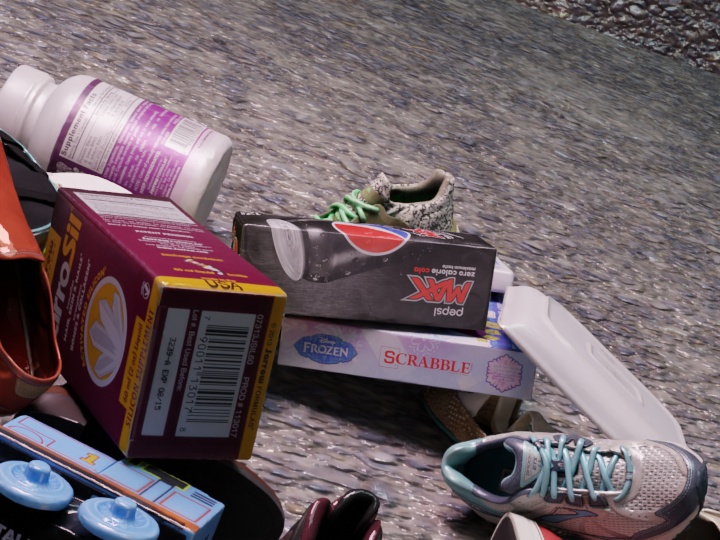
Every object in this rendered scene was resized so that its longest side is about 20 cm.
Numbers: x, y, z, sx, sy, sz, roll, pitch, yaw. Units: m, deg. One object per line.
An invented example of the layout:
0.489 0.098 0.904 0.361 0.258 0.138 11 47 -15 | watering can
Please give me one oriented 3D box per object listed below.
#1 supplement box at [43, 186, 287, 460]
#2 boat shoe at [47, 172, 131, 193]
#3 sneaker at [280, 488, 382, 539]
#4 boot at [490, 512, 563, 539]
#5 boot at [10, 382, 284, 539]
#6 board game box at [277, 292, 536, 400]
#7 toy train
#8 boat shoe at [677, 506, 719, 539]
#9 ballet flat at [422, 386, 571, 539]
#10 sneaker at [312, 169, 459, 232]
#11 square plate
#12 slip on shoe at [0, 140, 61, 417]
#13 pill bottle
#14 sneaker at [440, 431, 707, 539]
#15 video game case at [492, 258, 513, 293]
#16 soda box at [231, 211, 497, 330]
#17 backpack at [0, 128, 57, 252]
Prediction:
-0.134 0.029 0.980 0.085 0.111 0.200 6 16 -31 | supplement box
-0.264 -0.045 1.245 0.199 0.071 0.069 15 21 4 | boat shoe
-0.011 0.167 0.920 0.075 0.116 0.200 23 21 0 | sneaker
0.159 0.237 0.999 0.144 0.073 0.200 22 17 -6 | boot
-0.123 0.110 1.045 0.187 0.069 0.200 14 15 6 | boot
0.040 0.046 1.273 0.198 0.041 0.200 8 13 0 | board game box
-0.179 0.137 0.875 0.199 0.087 0.114 24 12 10 | toy train
0.267 0.211 1.156 0.199 0.071 0.063 24 5 19 | boat shoe
0.118 0.129 1.217 0.070 0.066 0.200 6 27 -37 | ballet flat
-0.003 -0.042 1.262 0.199 0.089 0.077 -15 41 -29 | sneaker
0.188 0.088 1.199 0.200 0.028 0.198 45 11 0 | square plate
-0.223 -0.012 0.948 0.061 0.201 0.074 -16 -9 34 | slip on shoe
-0.223 -0.104 1.366 0.199 0.113 0.112 24 21 2 | pill bottle
0.142 0.149 1.073 0.199 0.078 0.086 -8 -26 39 | sneaker
0.042 -0.010 1.404 0.181 0.023 0.200 8 4 0 | video game case
0.000 0.000 1.192 0.199 0.071 0.063 5 11 -12 | soda box
-0.311 -0.033 1.040 0.176 0.154 0.200 40 34 23 | backpack
